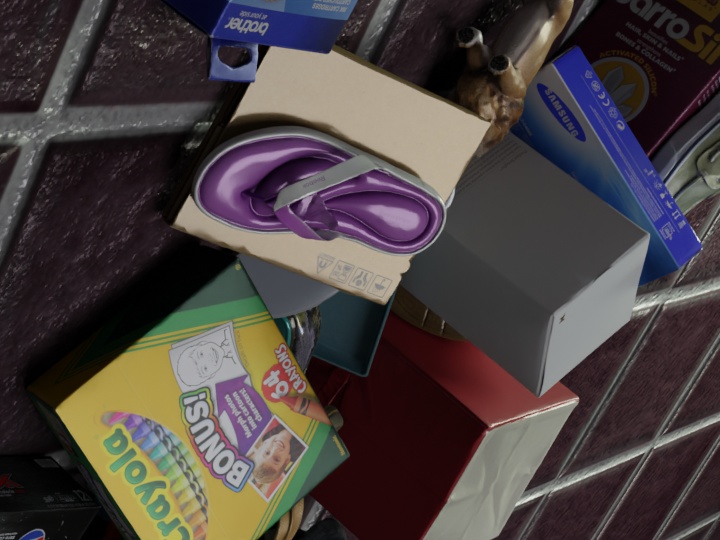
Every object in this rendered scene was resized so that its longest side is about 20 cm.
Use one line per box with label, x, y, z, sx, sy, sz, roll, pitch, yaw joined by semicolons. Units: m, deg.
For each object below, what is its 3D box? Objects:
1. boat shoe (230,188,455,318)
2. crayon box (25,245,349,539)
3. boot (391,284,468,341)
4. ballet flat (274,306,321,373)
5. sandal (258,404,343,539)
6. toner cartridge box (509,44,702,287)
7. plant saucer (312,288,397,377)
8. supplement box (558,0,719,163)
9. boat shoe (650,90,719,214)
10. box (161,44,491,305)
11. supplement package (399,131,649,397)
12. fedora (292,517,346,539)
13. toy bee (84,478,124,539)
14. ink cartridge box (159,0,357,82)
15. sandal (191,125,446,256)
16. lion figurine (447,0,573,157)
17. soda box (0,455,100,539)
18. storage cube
boat shoe;-0.022;-0.033;1.383;0.200;0.071;0.070;-33;-161;2
crayon box;-0.122;0.113;1.324;0.172;0.058;0.200;-41;122;-22
boot;0.114;0.002;1.637;0.156;0.199;0.073;-96;-168;-67
ballet flat;-0.071;0.086;1.472;0.072;0.072;0.201;-27;147;-41
sandal;-0.068;0.192;1.461;0.200;0.054;0.080;-48;-179;-31
toner cartridge box;0.192;-0.079;1.504;0.043;0.200;0.095;-36;-175;-41
plant saucer;0.000;0.000;1.478;0.019;0.070;0.200;-59;170;-52
supplement box;0.251;-0.161;1.597;0.200;0.131;0.103;-49;155;-5
boat shoe;0.307;-0.100;1.548;0.200;0.062;0.072;-48;153;-5
box;-0.020;-0.073;1.286;0.200;0.021;0.164;21;106;-35
supplement package;0.119;-0.018;1.487;0.121;0.200;0.120;-37;151;-26
fedora;-0.100;0.302;1.678;0.201;0.091;0.201;-45;153;-30
toy bee;-0.160;0.211;1.416;0.200;0.108;0.131;107;-13;-74
ink cartridge box;-0.047;-0.212;1.097;0.136;0.076;0.200;-4;130;-58
sandal;-0.019;-0.050;1.254;0.202;0.050;0.083;8;113;-32
lion figurine;0.127;-0.183;1.431;0.200;0.072;0.123;-49;158;-9
soda box;-0.274;0.175;1.253;0.071;0.063;0.200;-56;154;12
storage cube;0.054;0.140;1.619;0.200;0.180;0.171;-9;133;-56
